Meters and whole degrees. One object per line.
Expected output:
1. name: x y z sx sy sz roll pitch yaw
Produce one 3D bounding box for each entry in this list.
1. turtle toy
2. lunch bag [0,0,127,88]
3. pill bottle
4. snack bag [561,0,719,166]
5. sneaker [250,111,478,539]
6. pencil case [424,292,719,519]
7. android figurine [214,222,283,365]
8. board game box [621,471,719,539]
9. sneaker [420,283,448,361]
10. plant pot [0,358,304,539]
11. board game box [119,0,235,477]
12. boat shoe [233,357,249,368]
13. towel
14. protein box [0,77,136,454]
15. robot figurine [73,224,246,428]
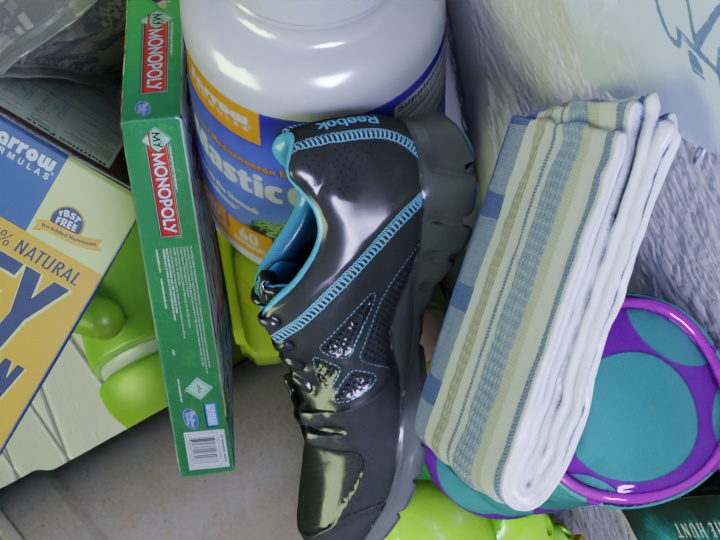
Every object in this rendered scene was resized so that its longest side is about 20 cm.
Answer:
1. turtle toy: 0.039 0.118 1.224 0.146 0.101 0.200 56 177 -1
2. lunch bag: -0.152 -0.188 1.349 0.164 0.117 0.200 56 -165 9
3. pill bottle: -0.019 -0.091 1.098 0.112 0.112 0.200 55 164 27
4. snack bag: 0.098 -0.117 0.838 0.200 0.021 0.189 40 153 62
5. sneaker: -0.012 0.027 1.072 0.073 0.082 0.201 -133 48 -61
6. pencil case: 0.081 0.058 1.055 0.200 0.092 0.085 149 120 -76
7. android figurine: -0.054 -0.050 1.292 0.200 0.041 0.182 87 179 -46
8. board game box: 0.175 0.143 1.021 0.136 0.028 0.200 63 165 0
9. sneaker: 0.000 0.000 1.221 0.200 0.067 0.090 -72 -41 -85
10. plant pot: -0.072 0.144 1.364 0.201 0.183 0.201 51 169 14
11. board game box: -0.085 -0.023 1.216 0.135 0.029 0.200 -94 -2 -54
12. boat shoe: 0.012 0.121 1.486 0.200 0.075 0.093 44 -169 18
13. towel: 0.063 0.007 0.943 0.024 0.147 0.200 19 180 -9
14. protein box: -0.204 -0.010 1.347 0.135 0.199 0.200 30 -167 -5
15. robot figurine: -0.115 0.014 1.557 0.116 0.175 0.201 -26 74 33
